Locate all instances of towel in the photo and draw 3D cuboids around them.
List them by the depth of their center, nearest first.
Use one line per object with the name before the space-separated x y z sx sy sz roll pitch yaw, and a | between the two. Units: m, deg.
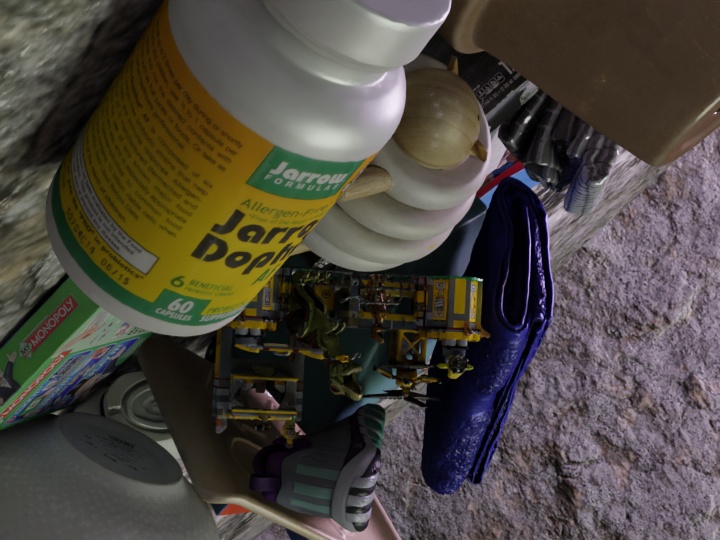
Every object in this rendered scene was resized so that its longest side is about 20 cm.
towel | 0.092 0.052 0.983 0.200 0.049 0.148 108 -7 -46
towel | 0.177 -0.151 1.033 0.166 0.085 0.201 27 86 -81

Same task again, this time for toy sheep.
toy sheep | 0.002 -0.061 0.813 0.138 0.138 0.200 -32 -178 -37

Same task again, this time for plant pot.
plant pot | 0.157 -0.160 0.795 0.200 0.175 0.200 -38 169 -8
plant pot | 0.000 0.000 1.056 0.141 0.141 0.200 -31 161 -42

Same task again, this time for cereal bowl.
cereal bowl | -0.180 0.155 0.925 0.084 0.199 0.200 -63 166 10

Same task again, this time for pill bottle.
pill bottle | -0.050 -0.069 0.601 0.113 0.113 0.200 -28 165 -51

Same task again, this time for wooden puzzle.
wooden puzzle | -0.075 0.148 1.047 0.200 0.185 0.046 29 107 -39

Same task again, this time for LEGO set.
LEGO set | -0.017 0.060 0.886 0.199 0.117 0.154 4 177 -21

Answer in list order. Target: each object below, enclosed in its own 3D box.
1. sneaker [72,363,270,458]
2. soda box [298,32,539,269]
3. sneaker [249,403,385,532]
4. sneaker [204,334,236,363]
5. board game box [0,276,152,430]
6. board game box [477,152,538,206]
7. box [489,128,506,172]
sneaker | -0.148 0.123 1.128 0.080 0.077 0.199 -30 151 36
soda box | 0.026 -0.088 0.924 0.200 0.071 0.063 -41 169 4
sneaker | -0.029 0.130 0.986 0.200 0.087 0.075 -41 143 -88
sneaker | -0.094 0.071 1.237 0.099 0.070 0.200 -28 169 -6
board game box | -0.157 0.024 0.869 0.200 0.029 0.134 -43 170 17
board game box | 0.159 -0.107 1.463 0.199 0.039 0.158 -29 172 -27
box | 0.109 -0.126 1.167 0.041 0.039 0.200 -39 170 -14
